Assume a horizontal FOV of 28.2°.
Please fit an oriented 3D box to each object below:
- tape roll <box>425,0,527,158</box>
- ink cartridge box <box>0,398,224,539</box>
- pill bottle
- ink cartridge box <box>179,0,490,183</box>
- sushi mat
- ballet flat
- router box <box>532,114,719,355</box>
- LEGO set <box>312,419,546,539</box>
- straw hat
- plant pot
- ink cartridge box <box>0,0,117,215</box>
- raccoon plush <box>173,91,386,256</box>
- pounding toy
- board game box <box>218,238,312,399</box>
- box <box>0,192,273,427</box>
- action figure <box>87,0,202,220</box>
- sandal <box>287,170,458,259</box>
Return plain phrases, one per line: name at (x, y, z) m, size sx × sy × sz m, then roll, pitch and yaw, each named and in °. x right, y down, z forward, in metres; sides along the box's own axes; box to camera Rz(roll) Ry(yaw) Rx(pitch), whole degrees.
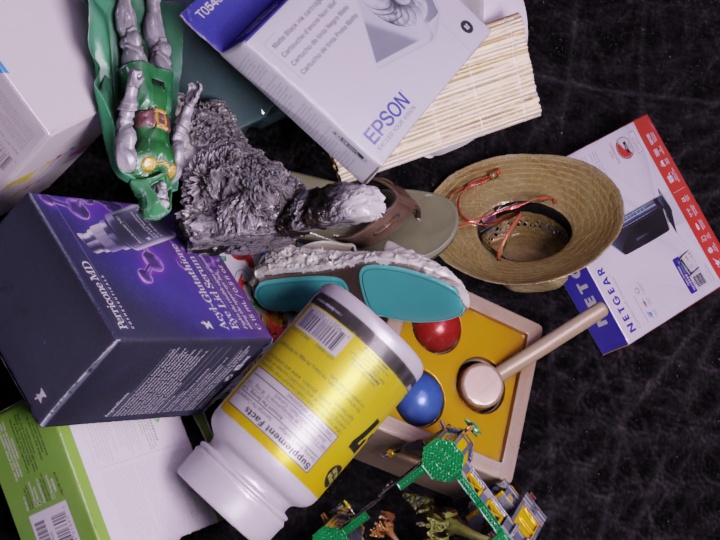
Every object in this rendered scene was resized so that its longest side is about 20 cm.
tape roll at (0.060, -0.214, 1.359) m, size 0.070 × 0.201 × 0.205 m, roll 13°, pitch 66°, yaw -47°
ink cartridge box at (-0.199, 0.166, 1.184) m, size 0.200 × 0.075 × 0.149 m, roll -7°, pitch 74°, yaw -64°
pill bottle at (-0.051, 0.120, 1.178) m, size 0.114 × 0.114 × 0.200 m, roll 43°, pitch 82°, yaw -9°
ink cartridge box at (-0.015, -0.201, 1.169) m, size 0.200 × 0.041 × 0.200 m, roll 41°, pitch 54°, yaw -4°
sushi mat at (0.060, -0.151, 1.259) m, size 0.198 × 0.012 × 0.097 m, roll -19°, pitch 110°, yaw -8°
ballet flat at (0.000, 0.000, 1.251) m, size 0.198 × 0.072 × 0.073 m, roll 3°, pitch 67°, yaw 14°
router box at (0.279, -0.039, 1.509) m, size 0.179 × 0.049 × 0.201 m, roll -28°, pitch 87°, yaw -32°
LEGO set at (0.064, 0.219, 1.243) m, size 0.154 × 0.200 × 0.116 m, roll 44°, pitch 20°, yaw 6°
straw hat at (0.163, -0.025, 1.410) m, size 0.201 × 0.200 × 0.086 m, roll -46°, pitch 141°, yaw -31°
plant pot at (-0.125, -0.222, 1.286) m, size 0.199 × 0.200 × 0.198 m, roll -27°, pitch 95°, yaw -32°
ink cartridge box at (-0.295, -0.130, 1.164) m, size 0.129 × 0.199 × 0.125 m, roll 53°, pitch 41°, yaw -2°
raccoon plush at (-0.074, -0.089, 1.161) m, size 0.198 × 0.097 × 0.136 m, roll -8°, pitch 80°, yaw 14°
pounding toy at (0.095, 0.094, 1.313) m, size 0.198 × 0.142 × 0.186 m, roll 24°, pitch 64°, yaw -18°
board game box at (-0.090, 0.015, 1.304) m, size 0.125 × 0.035 × 0.202 m, roll 2°, pitch 71°, yaw -27°
box at (-0.191, 0.032, 1.138) m, size 0.149 × 0.104 × 0.199 m, roll 54°, pitch 24°, yaw 20°
action figure at (-0.164, -0.135, 1.107) m, size 0.118 × 0.054 × 0.202 m, roll 10°, pitch 69°, yaw -49°
sandal at (0.005, -0.052, 1.324) m, size 0.199 × 0.057 × 0.081 m, roll 7°, pitch 65°, yaw -25°
